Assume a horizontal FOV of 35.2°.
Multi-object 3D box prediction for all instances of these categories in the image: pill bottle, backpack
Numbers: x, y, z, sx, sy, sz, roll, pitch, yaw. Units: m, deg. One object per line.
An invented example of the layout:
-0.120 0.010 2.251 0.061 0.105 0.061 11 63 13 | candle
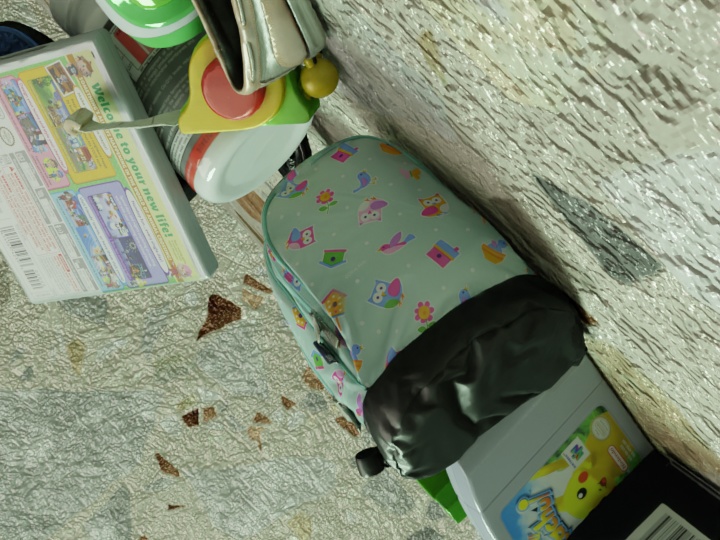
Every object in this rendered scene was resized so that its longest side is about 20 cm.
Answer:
-0.138 -0.157 0.861 0.200 0.116 0.116 46 174 12 | pill bottle
0.025 0.011 0.720 0.200 0.166 0.127 47 160 37 | backpack

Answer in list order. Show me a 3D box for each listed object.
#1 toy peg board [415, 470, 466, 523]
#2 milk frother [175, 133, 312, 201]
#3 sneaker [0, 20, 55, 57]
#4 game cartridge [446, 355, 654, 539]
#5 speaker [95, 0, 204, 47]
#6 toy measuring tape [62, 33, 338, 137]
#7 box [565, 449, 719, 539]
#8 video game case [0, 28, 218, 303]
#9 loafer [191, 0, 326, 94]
0.113 0.187 1.014 0.199 0.098 0.200 51 173 -29 | toy peg board
-0.163 -0.113 0.977 0.181 0.188 0.200 50 173 -33 | milk frother
-0.217 -0.117 0.896 0.200 0.070 0.078 50 -172 -17 | sneaker
0.145 0.154 0.794 0.200 0.133 0.040 50 173 -29 | game cartridge
-0.154 -0.226 0.674 0.088 0.088 0.200 43 172 37 | speaker
-0.110 -0.128 0.744 0.198 0.074 0.074 -1 154 18 | toy measuring tape
0.249 0.244 0.767 0.200 0.104 0.148 51 173 -33 | box
-0.222 -0.069 0.857 0.181 0.022 0.201 -8 120 27 | video game case
-0.082 -0.173 0.617 0.072 0.063 0.200 41 172 39 | loafer
